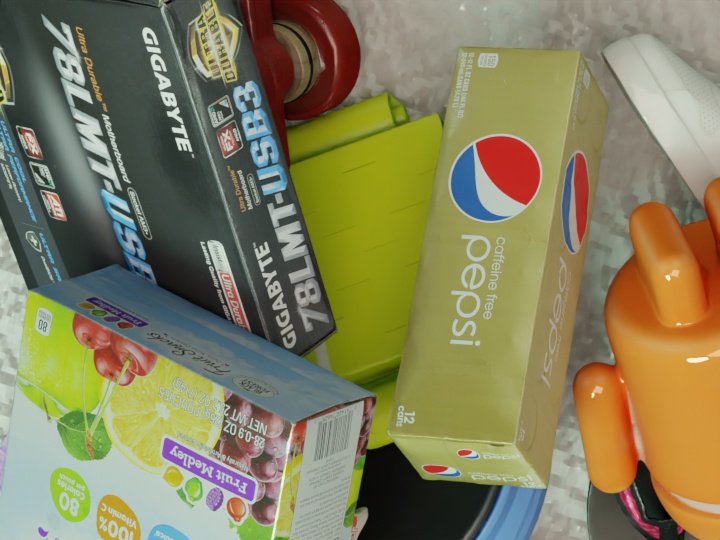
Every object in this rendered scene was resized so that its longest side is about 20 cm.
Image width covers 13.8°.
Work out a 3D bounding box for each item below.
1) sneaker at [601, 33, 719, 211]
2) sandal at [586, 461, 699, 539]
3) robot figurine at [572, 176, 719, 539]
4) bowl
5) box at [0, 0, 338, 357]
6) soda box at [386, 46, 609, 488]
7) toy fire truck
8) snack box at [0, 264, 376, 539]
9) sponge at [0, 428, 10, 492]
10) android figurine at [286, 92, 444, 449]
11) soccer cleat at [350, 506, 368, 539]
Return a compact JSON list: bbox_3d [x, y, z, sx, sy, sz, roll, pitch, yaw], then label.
[{"bbox_3d":[0.218,-0.066,1.495,0.116,0.074,0.200,-38,109,10],"label":"sneaker"},{"bbox_3d":[0.159,0.089,1.547,0.075,0.045,0.200,4,105,0],"label":"sandal"},{"bbox_3d":[0.188,0.054,1.454,0.117,0.144,0.200,15,136,42],"label":"robot figurine"},{"bbox_3d":[-0.004,0.092,1.499,0.200,0.039,0.201,-8,67,20],"label":"bowl"},{"bbox_3d":[-0.115,-0.061,1.424,0.050,0.198,0.200,-35,123,-31],"label":"box"},{"bbox_3d":[0.067,-0.002,1.407,0.064,0.068,0.200,3,69,19],"label":"soda box"},{"bbox_3d":[-0.102,-0.135,1.483,0.168,0.112,0.200,2,108,29],"label":"toy fire truck"},{"bbox_3d":[-0.089,0.122,1.395,0.169,0.068,0.200,24,116,33],"label":"snack box"},{"bbox_3d":[-0.112,0.160,1.530,0.030,0.112,0.200,-40,87,-21],"label":"sponge"},{"bbox_3d":[0.000,0.000,1.488,0.200,0.041,0.182,-22,64,10],"label":"android figurine"},{"bbox_3d":[-0.075,0.085,1.463,0.200,0.069,0.085,47,113,26],"label":"soccer cleat"}]
